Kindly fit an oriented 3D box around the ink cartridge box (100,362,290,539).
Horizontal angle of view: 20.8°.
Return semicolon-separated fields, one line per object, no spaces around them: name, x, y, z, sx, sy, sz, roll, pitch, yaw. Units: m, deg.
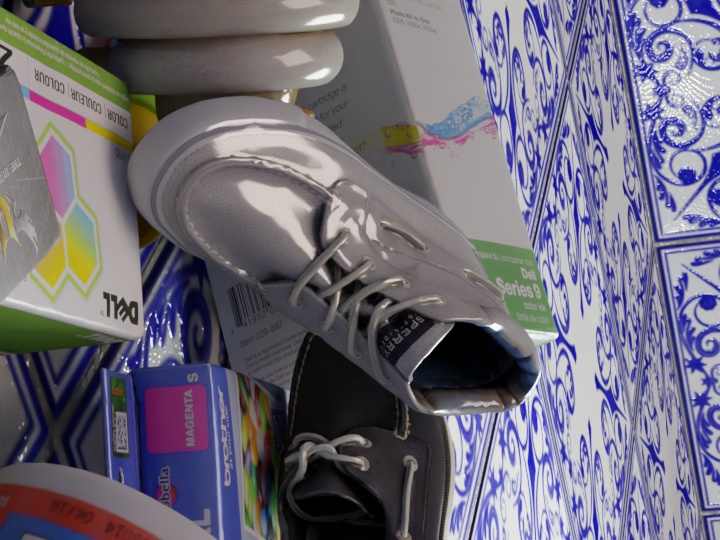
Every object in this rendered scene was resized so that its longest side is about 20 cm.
ink cartridge box;-0.058;0.103;0.807;0.200;0.042;0.121;31;55;-75

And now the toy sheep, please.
toy sheep;-0.061;-0.136;0.796;0.138;0.136;0.202;-42;129;-71

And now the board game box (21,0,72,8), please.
board game box;-0.139;-0.180;0.769;0.200;0.030;0.097;78;8;-79

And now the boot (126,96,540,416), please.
boot;0.000;0.000;0.785;0.199;0.074;0.096;20;23;-47

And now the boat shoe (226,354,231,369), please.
boat shoe;-0.036;0.022;1.073;0.072;0.072;0.202;49;37;-62

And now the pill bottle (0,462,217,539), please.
pill bottle;-0.113;0.170;0.598;0.201;0.111;0.113;-64;149;-31

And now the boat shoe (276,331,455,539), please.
boat shoe;-0.001;0.093;0.813;0.063;0.072;0.201;60;21;-53

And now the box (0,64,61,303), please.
box;-0.172;0.017;0.417;0.200;0.157;0.049;-63;143;-65

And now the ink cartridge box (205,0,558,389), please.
ink cartridge box;-0.005;-0.036;0.973;0.087;0.145;0.202;4;64;-53

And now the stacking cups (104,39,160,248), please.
stacking cups;-0.104;-0.091;0.920;0.201;0.060;0.061;-84;161;-52

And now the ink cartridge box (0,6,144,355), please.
ink cartridge box;-0.136;0.020;0.699;0.148;0.075;0.202;26;58;-72
